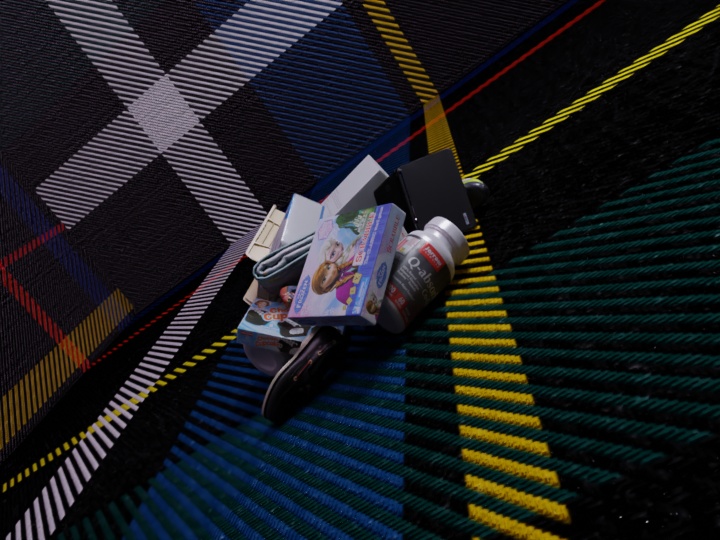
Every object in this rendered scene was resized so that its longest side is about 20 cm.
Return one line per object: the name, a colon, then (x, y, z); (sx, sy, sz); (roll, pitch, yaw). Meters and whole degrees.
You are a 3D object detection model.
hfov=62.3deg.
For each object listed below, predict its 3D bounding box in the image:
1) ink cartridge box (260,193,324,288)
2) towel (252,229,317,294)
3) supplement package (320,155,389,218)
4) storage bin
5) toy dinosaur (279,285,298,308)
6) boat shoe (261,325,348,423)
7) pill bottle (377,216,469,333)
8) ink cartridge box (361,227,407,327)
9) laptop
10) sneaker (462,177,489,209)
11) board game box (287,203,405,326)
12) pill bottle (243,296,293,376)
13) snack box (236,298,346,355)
ink cartridge box: (-0.162, -0.054, 1.406); (0.201, 0.082, 0.148); (125, 159, -51)
towel: (-0.119, -0.015, 1.233); (0.196, 0.049, 0.172); (-26, -15, -4)
supplement package: (0.000, -0.155, 1.444); (0.200, 0.117, 0.117); (-44, 28, 10)
storage bin: (-0.241, -0.026, 1.615); (0.202, 0.092, 0.201); (107, -175, -51)
toy dinosaur: (-0.081, 0.063, 1.196); (0.177, 0.107, 0.201); (-1, -30, -20)
boat shoe: (-0.100, 0.188, 1.055); (0.063, 0.074, 0.203); (35, 84, 28)
pill bottle: (0.096, 0.004, 1.058); (0.200, 0.117, 0.115); (-43, 17, -18)
ink cartridge box: (0.031, -0.012, 1.183); (0.084, 0.149, 0.201); (-19, 24, 38)
laptop: (0.133, -0.135, 1.292); (0.101, 0.182, 0.200); (-11, -13, -28)
sneaker: (0.199, -0.127, 1.300); (0.199, 0.074, 0.082); (-33, 21, 42)
board game box: (-0.027, -0.005, 1.026); (0.197, 0.041, 0.205); (-8, 59, 47)
pill bottle: (-0.153, 0.120, 1.283); (0.111, 0.113, 0.201); (-20, 23, 44)
snack box: (-0.130, 0.115, 1.162); (0.194, 0.038, 0.117); (11, 27, 4)
